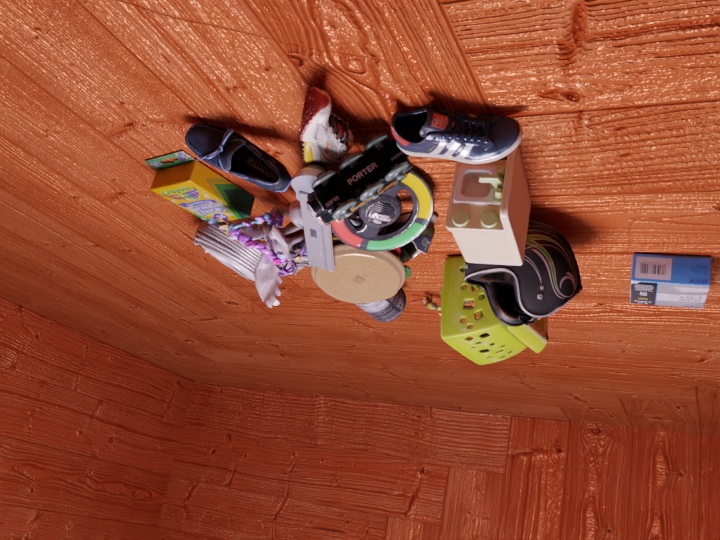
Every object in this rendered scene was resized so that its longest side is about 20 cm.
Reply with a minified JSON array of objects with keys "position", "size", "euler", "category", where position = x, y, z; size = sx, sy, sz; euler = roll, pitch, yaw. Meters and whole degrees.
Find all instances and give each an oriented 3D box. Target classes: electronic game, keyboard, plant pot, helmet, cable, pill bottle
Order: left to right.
[{"position":[-0.284,-0.043,1.659],"size":[0.200,0.069,0.200],"euler":[35,171,-8],"category":"cable"},{"position":[-0.080,-0.068,1.353],"size":[0.056,0.011,0.200],"euler":[21,144,18],"category":"keyboard"},{"position":[0.027,0.046,1.779],"size":[0.106,0.107,0.200],"euler":[0,157,29],"category":"pill bottle"},{"position":[0.036,-0.112,1.324],"size":[0.199,0.042,0.201],"euler":[-4,133,-4],"category":"electronic game"},{"position":[0.303,0.082,1.607],"size":[0.181,0.201,0.199],"euler":[-10,152,33],"category":"plant pot"},{"position":[0.300,-0.003,1.370],"size":[0.191,0.200,0.200],"euler":[57,157,5],"category":"helmet"}]

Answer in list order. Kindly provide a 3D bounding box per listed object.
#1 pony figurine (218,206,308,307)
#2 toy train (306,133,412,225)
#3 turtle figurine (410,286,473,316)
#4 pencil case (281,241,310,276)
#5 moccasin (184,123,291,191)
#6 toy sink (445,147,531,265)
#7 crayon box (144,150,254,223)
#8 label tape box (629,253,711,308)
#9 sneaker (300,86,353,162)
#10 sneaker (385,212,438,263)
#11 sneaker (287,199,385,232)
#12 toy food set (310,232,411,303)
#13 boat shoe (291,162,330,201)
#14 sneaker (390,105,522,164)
[{"position":[-0.165,-0.048,1.477],"size":[0.199,0.193,0.167],"euler":[-12,144,-40],"category":"pony figurine"},{"position":[-0.001,-0.143,1.187],"size":[0.085,0.200,0.114],"euler":[53,171,7],"category":"toy train"},{"position":[0.225,0.088,1.845],"size":[0.199,0.065,0.161],"euler":[10,160,5],"category":"turtle figurine"},{"position":[-0.126,-0.039,1.671],"size":[0.089,0.078,0.200],"euler":[26,156,-33],"category":"pencil case"},{"position":[-0.208,-0.201,1.245],"size":[0.199,0.081,0.068],"euler":[22,-178,4],"category":"moccasin"},{"position":[0.213,-0.108,1.225],"size":[0.112,0.131,0.200],"euler":[4,160,21],"category":"toy sink"},{"position":[-0.331,-0.163,1.485],"size":[0.125,0.052,0.200],"euler":[-5,154,38],"category":"crayon box"},{"position":[0.624,0.034,1.484],"size":[0.143,0.066,0.200],"euler":[3,157,21],"category":"label tape box"},{"position":[-0.050,-0.226,1.145],"size":[0.082,0.078,0.200],"euler":[7,169,1],"category":"sneaker"},{"position":[0.076,-0.057,1.493],"size":[0.067,0.090,0.200],"euler":[22,158,-32],"category":"sneaker"},{"position":[-0.038,-0.118,1.421],"size":[0.199,0.075,0.115],"euler":[10,159,-8],"category":"sneaker"},{"position":[0.000,0.000,1.474],"size":[0.199,0.049,0.198],"euler":[14,142,-12],"category":"toy food set"},{"position":[-0.078,-0.164,1.296],"size":[0.070,0.067,0.200],"euler":[17,172,0],"category":"boat shoe"},{"position":[0.135,-0.207,1.076],"size":[0.199,0.075,0.084],"euler":[2,163,26],"category":"sneaker"}]
